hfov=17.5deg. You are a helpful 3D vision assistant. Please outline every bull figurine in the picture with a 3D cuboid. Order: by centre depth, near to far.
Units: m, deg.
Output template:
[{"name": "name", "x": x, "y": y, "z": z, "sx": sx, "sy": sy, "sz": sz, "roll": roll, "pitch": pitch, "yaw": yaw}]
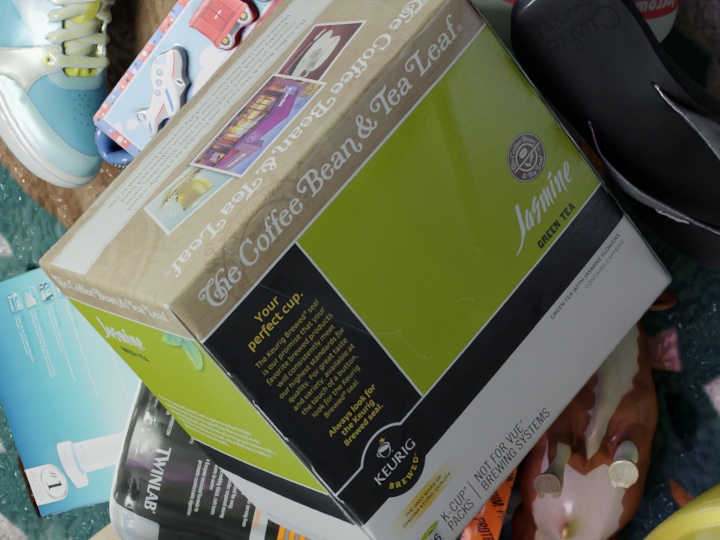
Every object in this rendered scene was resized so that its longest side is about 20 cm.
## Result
[{"name": "bull figurine", "x": 0.114, "y": 0.098, "z": 1.196, "sx": 0.065, "sy": 0.122, "sz": 0.201, "roll": 12, "pitch": 122, "yaw": 9}]

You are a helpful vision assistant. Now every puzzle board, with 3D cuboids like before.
[{"name": "puzzle board", "x": -0.033, "y": -0.104, "z": 1.247, "sx": 0.151, "sy": 0.017, "sz": 0.200, "roll": 39, "pitch": 115, "yaw": 0}]

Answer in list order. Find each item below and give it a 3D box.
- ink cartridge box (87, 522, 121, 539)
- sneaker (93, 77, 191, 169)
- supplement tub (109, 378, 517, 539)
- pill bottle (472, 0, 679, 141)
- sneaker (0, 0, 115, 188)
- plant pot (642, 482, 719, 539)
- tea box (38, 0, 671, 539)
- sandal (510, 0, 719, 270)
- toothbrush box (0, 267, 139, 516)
[{"name": "ink cartridge box", "x": -0.141, "y": 0.253, "z": 1.477, "sx": 0.200, "sy": 0.075, "sz": 0.165, "roll": -40, "pitch": 77, "yaw": 40}, {"name": "sneaker", "x": -0.080, "y": -0.113, "z": 1.301, "sx": 0.075, "sy": 0.078, "sz": 0.200, "roll": 52, "pitch": 130, "yaw": 14}, {"name": "supplement tub", "x": -0.022, "y": 0.109, "z": 1.231, "sx": 0.199, "sy": 0.123, "sz": 0.123, "roll": 15, "pitch": 117, "yaw": 5}, {"name": "pill bottle", "x": 0.104, "y": -0.169, "z": 1.110, "sx": 0.109, "sy": 0.109, "sz": 0.201, "roll": 24, "pitch": 119, "yaw": 32}, {"name": "sneaker", "x": -0.163, "y": -0.157, "z": 1.343, "sx": 0.130, "sy": 0.079, "sz": 0.201, "roll": -24, "pitch": 79, "yaw": 41}, {"name": "plant pot", "x": 0.183, "y": 0.213, "z": 1.117, "sx": 0.200, "sy": 0.189, "sz": 0.201, "roll": 13, "pitch": 112, "yaw": 36}, {"name": "tea box", "x": 0.000, "y": 0.000, "z": 1.088, "sx": 0.133, "sy": 0.200, "sz": 0.197, "roll": 15, "pitch": 148, "yaw": 55}, {"name": "sandal", "x": 0.141, "y": -0.057, "z": 1.088, "sx": 0.200, "sy": 0.043, "sz": 0.076, "roll": 39, "pitch": 118, "yaw": -25}, {"name": "toothbrush box", "x": -0.123, "y": 0.051, "z": 1.386, "sx": 0.200, "sy": 0.085, "sz": 0.147, "roll": -18, "pitch": 92, "yaw": 42}]
